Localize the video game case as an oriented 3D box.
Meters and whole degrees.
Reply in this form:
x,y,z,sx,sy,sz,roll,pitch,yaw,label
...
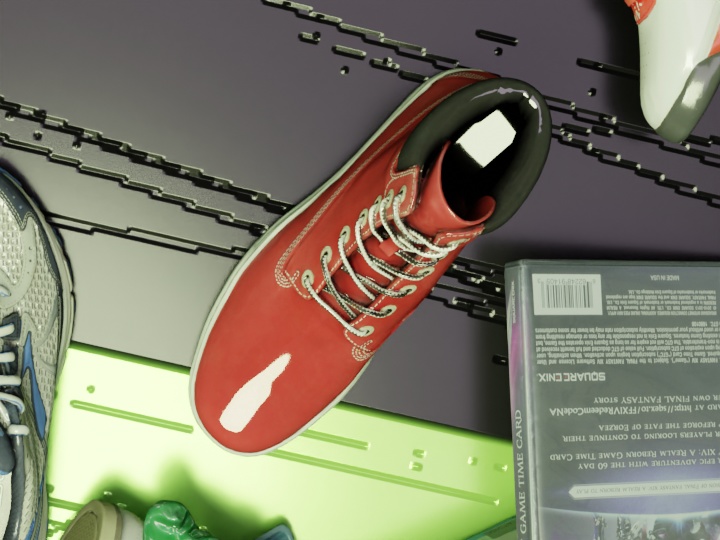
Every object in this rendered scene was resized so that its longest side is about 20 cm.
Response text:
x,y,z,sx,sy,sz,roll,pitch,yaw,label
0.130,0.096,0.916,0.142,0.019,0.201,1,84,-27,video game case

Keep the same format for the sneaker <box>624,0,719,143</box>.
x,y,z,sx,sy,sz,roll,pitch,yaw,label
0.118,-0.162,0.915,0.108,0.067,0.202,15,90,-4,sneaker

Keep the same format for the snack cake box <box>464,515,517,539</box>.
x,y,z,sx,sy,sz,roll,pitch,yaw,label
0.071,0.220,0.935,0.115,0.067,0.200,-24,96,-10,snack cake box

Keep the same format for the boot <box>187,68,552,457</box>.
x,y,z,sx,sy,sz,roll,pitch,yaw,label
0.000,0.000,0.881,0.072,0.144,0.200,39,93,-7,boot

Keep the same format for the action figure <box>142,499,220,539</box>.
x,y,z,sx,sy,sz,roll,pitch,yaw,label
-0.050,0.190,0.890,0.118,0.055,0.201,-14,82,-34,action figure

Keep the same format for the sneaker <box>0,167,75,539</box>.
x,y,z,sx,sy,sz,roll,pitch,yaw,label
-0.160,0.053,0.905,0.077,0.085,0.201,-3,94,-3,sneaker

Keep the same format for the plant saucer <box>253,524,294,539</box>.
x,y,z,sx,sy,sz,roll,pitch,yaw,label
-0.024,0.217,0.946,0.070,0.019,0.200,-26,96,-35,plant saucer

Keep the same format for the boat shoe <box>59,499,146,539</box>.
x,y,z,sx,sy,sz,roll,pitch,yaw,label
-0.116,0.200,0.932,0.068,0.075,0.201,14,94,-20,boat shoe
